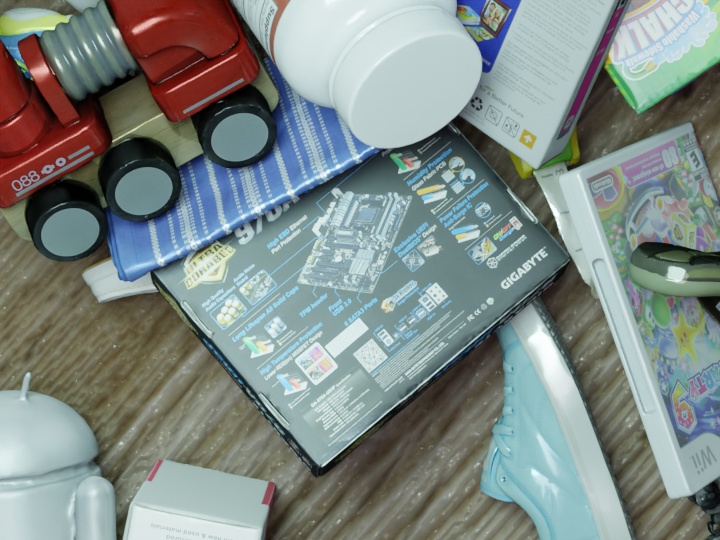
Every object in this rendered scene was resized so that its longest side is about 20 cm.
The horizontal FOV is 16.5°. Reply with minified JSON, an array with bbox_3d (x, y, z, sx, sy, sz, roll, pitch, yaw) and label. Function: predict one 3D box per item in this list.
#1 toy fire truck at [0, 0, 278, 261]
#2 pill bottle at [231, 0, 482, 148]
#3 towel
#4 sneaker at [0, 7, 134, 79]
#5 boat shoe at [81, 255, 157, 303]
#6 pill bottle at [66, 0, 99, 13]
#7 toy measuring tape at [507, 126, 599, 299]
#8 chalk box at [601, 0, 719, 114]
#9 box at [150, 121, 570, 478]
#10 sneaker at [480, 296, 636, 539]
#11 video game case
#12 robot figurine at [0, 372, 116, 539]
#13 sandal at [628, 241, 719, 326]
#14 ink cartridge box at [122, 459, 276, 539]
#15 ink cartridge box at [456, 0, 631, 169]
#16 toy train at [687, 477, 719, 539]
[{"bbox_3d":[-0.167,-0.136,1.428,0.176,0.129,0.200,-28,132,4],"label":"toy fire truck"},{"bbox_3d":[-0.015,-0.166,1.417,0.112,0.112,0.200,-40,56,7],"label":"pill bottle"},{"bbox_3d":[-0.069,-0.079,1.480,0.200,0.145,0.024,-28,126,7],"label":"towel"},{"bbox_3d":[-0.241,-0.103,1.522,0.200,0.076,0.105,1,51,15],"label":"sneaker"},{"bbox_3d":[-0.072,0.005,1.535,0.200,0.071,0.069,-10,92,5],"label":"boat shoe"},{"bbox_3d":[-0.122,-0.256,1.496,0.200,0.111,0.111,-41,90,8],"label":"pill bottle"},{"bbox_3d":[0.115,-0.082,1.480,0.074,0.074,0.200,-26,68,7],"label":"toy measuring tape"},{"bbox_3d":[0.184,-0.171,1.468,0.124,0.125,0.200,-33,90,7],"label":"chalk box"},{"bbox_3d":[0.000,0.000,1.475,0.200,0.046,0.159,-40,81,-9],"label":"box"},{"bbox_3d":[0.105,0.104,1.526,0.082,0.074,0.200,-20,91,5],"label":"sneaker"},{"bbox_3d":[0.192,0.021,1.482,0.018,0.143,0.200,-17,94,38],"label":"video game case"},{"bbox_3d":[-0.213,0.161,1.541,0.169,0.113,0.200,-4,95,36],"label":"robot figurine"},{"bbox_3d":[0.233,0.020,1.468,0.201,0.080,0.057,6,95,-36],"label":"sandal"},{"bbox_3d":[-0.113,0.231,1.520,0.083,0.147,0.200,11,97,0],"label":"ink cartridge box"},{"bbox_3d":[0.104,-0.162,1.397,0.095,0.037,0.200,36,131,18],"label":"ink cartridge box"},{"bbox_3d":[0.225,0.126,1.538,0.046,0.034,0.200,-13,93,-6],"label":"toy train"}]
